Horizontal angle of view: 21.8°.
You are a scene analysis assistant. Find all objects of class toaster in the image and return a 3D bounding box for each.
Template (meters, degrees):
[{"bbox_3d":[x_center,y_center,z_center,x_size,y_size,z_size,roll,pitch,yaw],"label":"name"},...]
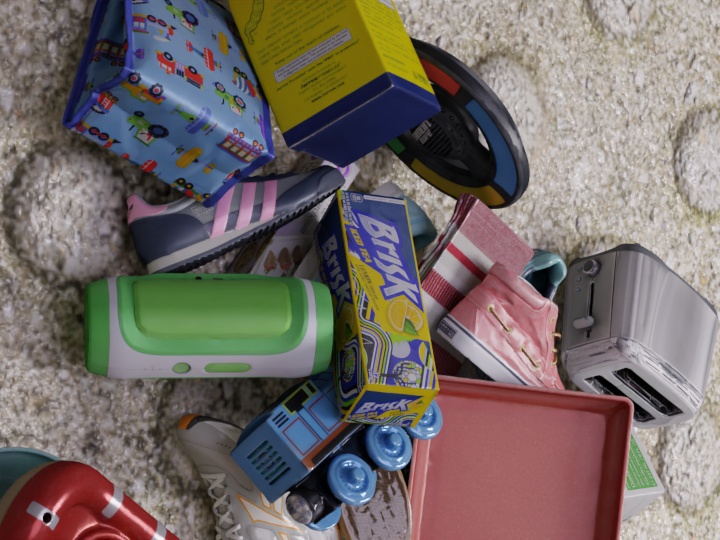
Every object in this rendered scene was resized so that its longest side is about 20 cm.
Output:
[{"bbox_3d":[0.288,0.074,1.921,0.200,0.113,0.130,38,52,-34],"label":"toaster"}]

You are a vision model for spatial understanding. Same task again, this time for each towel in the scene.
[{"bbox_3d":[0.078,0.037,1.740,0.200,0.023,0.144,-57,145,-4],"label":"towel"}]

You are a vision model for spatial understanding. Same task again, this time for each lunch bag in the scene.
[{"bbox_3d":[-0.150,-0.180,1.558,0.150,0.094,0.201,30,44,-30],"label":"lunch bag"}]

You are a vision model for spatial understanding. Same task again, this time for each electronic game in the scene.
[{"bbox_3d":[0.071,-0.133,1.692,0.042,0.200,0.200,-46,118,-21],"label":"electronic game"}]

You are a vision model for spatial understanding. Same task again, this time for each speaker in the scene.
[{"bbox_3d":[-0.126,0.047,1.546,0.199,0.088,0.089,0,89,-12],"label":"speaker"}]

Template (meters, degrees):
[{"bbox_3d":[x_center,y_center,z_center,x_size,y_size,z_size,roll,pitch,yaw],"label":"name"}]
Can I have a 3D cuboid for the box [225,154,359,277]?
[{"bbox_3d":[-0.070,-0.028,1.674,0.039,0.041,0.200,48,61,-29],"label":"box"}]

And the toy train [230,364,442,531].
[{"bbox_3d":[-0.014,0.134,1.596,0.114,0.087,0.200,50,46,1],"label":"toy train"}]

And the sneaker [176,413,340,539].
[{"bbox_3d":[-0.100,0.208,1.626,0.200,0.076,0.092,50,64,-28],"label":"sneaker"}]

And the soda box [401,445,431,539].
[{"bbox_3d":[0.066,0.265,1.773,0.071,0.063,0.201,-40,114,-32],"label":"soda box"}]

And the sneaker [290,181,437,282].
[{"bbox_3d":[0.000,0.000,1.693,0.082,0.074,0.200,36,58,12],"label":"sneaker"}]

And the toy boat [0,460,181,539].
[{"bbox_3d":[-0.194,0.236,1.456,0.200,0.130,0.131,45,62,-31],"label":"toy boat"}]

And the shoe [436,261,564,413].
[{"bbox_3d":[0.163,0.075,1.755,0.091,0.071,0.200,-50,125,2],"label":"shoe"}]

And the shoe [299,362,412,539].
[{"bbox_3d":[-0.005,0.174,1.690,0.070,0.053,0.201,-17,86,-14],"label":"shoe"}]

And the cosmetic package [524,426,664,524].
[{"bbox_3d":[0.189,0.202,1.843,0.199,0.085,0.108,-2,58,-43],"label":"cosmetic package"}]

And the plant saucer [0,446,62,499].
[{"bbox_3d":[-0.287,0.239,1.485,0.199,0.036,0.201,0,90,-40],"label":"plant saucer"}]

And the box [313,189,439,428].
[{"bbox_3d":[0.011,0.031,1.591,0.070,0.064,0.201,7,52,-22],"label":"box"}]

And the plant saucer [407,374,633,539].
[{"bbox_3d":[0.140,0.204,1.714,0.199,0.037,0.201,7,88,-6],"label":"plant saucer"}]

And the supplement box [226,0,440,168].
[{"bbox_3d":[-0.032,-0.205,1.594,0.109,0.109,0.201,15,49,-64],"label":"supplement box"}]

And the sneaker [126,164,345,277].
[{"bbox_3d":[-0.107,-0.064,1.605,0.199,0.070,0.082,-25,86,-27],"label":"sneaker"}]

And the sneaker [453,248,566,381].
[{"bbox_3d":[0.137,0.058,1.821,0.078,0.086,0.201,39,66,-34],"label":"sneaker"}]
